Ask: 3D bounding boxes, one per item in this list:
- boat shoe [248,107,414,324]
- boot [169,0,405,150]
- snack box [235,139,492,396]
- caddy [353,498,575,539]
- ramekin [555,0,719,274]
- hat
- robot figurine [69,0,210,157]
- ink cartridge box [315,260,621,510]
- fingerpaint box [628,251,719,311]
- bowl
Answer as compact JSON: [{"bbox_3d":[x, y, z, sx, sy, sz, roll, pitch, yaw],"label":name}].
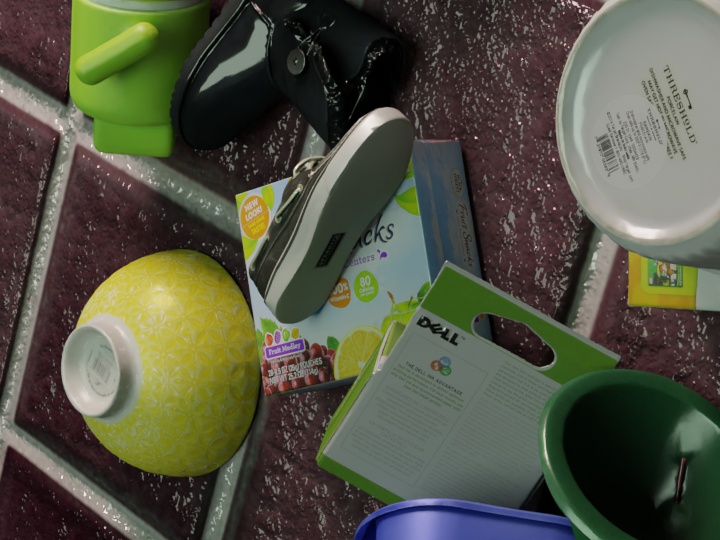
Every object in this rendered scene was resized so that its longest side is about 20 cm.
[{"bbox_3d":[-0.030,-0.051,1.642,0.064,0.071,0.200,51,125,30],"label":"boat shoe"},{"bbox_3d":[-0.060,-0.142,1.754,0.168,0.076,0.200,49,118,36],"label":"boot"},{"bbox_3d":[0.000,0.000,1.709,0.200,0.068,0.169,-14,82,42],"label":"snack box"},{"bbox_3d":[0.091,0.222,1.547,0.141,0.200,0.105,102,178,-55],"label":"caddy"},{"bbox_3d":[0.215,-0.094,1.361,0.200,0.105,0.201,3,95,44],"label":"ramekin"},{"bbox_3d":[0.178,0.197,1.502,0.176,0.165,0.200,111,154,-43],"label":"hat"},{"bbox_3d":[-0.185,-0.199,1.837,0.176,0.115,0.200,-84,0,-66],"label":"robot figurine"},{"bbox_3d":[0.081,0.087,1.577,0.148,0.076,0.200,29,119,-4],"label":"ink cartridge box"},{"bbox_3d":[0.263,-0.073,1.441,0.167,0.073,0.200,2,94,45],"label":"fingerpaint box"},{"bbox_3d":[-0.191,0.082,1.875,0.200,0.108,0.201,2,93,45],"label":"bowl"}]
